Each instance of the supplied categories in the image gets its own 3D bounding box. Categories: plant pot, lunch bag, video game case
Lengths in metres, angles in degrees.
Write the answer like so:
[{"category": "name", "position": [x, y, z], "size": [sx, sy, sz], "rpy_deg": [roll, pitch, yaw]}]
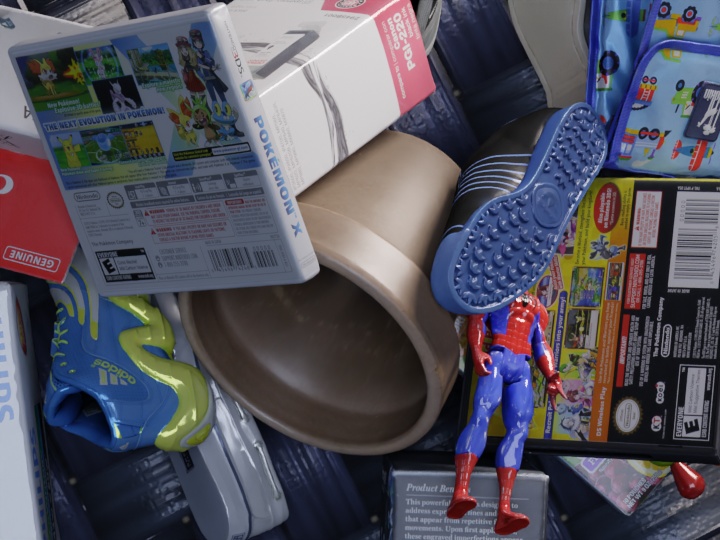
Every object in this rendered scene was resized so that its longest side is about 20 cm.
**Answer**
[{"category": "plant pot", "position": [0.000, 0.000, 1.657], "size": [0.200, 0.200, 0.175], "rpy_deg": [35, 51, -1]}, {"category": "lunch bag", "position": [0.233, -0.151, 1.693], "size": [0.150, 0.094, 0.200], "rpy_deg": [2, 103, -36]}, {"category": "video game case", "position": [0.166, 0.031, 1.646], "size": [0.181, 0.026, 0.200], "rpy_deg": [2, 70, 18]}, {"category": "video game case", "position": [-0.129, -0.073, 1.544], "size": [0.022, 0.200, 0.182], "rpy_deg": [-33, 111, -42]}]

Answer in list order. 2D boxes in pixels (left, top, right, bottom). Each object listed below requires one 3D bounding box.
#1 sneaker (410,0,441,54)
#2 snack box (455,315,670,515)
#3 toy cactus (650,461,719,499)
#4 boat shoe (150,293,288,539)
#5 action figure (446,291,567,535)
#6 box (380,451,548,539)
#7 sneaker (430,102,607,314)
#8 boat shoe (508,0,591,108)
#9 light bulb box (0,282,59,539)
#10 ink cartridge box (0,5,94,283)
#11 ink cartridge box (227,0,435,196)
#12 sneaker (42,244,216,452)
[{"category": "sneaker", "position": [0.042, -0.244, 1.693], "size": [0.075, 0.115, 0.200], "rpy_deg": [5, 91, -1]}, {"category": "snack box", "position": [0.161, 0.059, 1.729], "size": [0.200, 0.053, 0.142], "rpy_deg": [41, 88, -1]}, {"category": "toy cactus", "position": [0.242, 0.043, 1.669], "size": [0.165, 0.102, 0.200], "rpy_deg": [40, 87, 9]}, {"category": "boat shoe", "position": [-0.109, 0.098, 1.724], "size": [0.065, 0.074, 0.200], "rpy_deg": [-15, 84, -32]}, {"category": "action figure", "position": [0.098, 0.071, 1.595], "size": [0.065, 0.052, 0.200], "rpy_deg": [17, 60, -18]}, {"category": "box", "position": [0.068, 0.232, 1.674], "size": [0.107, 0.148, 0.200], "rpy_deg": [2, 90, -2]}, {"category": "sneaker", "position": [0.092, -0.037, 1.616], "size": [0.070, 0.078, 0.200], "rpy_deg": [56, 50, -20]}, {"category": "boat shoe", "position": [0.161, -0.172, 1.736], "size": [0.063, 0.073, 0.200], "rpy_deg": [-11, 84, -43]}, {"category": "light bulb box", "position": [-0.324, 0.116, 1.677], "size": [0.200, 0.125, 0.198], "rpy_deg": [-7, 90, -2]}, {"category": "ink cartridge box", "position": [-0.266, -0.099, 1.670], "size": [0.200, 0.045, 0.176], "rpy_deg": [14, 69, 17]}, {"category": "ink cartridge box", "position": [-0.069, -0.116, 1.627], "size": [0.200, 0.146, 0.085], "rpy_deg": [-41, 125, -38]}, {"category": "sneaker", "position": [-0.187, 0.051, 1.664], "size": [0.200, 0.105, 0.076], "rpy_deg": [47, 133, 31]}]
